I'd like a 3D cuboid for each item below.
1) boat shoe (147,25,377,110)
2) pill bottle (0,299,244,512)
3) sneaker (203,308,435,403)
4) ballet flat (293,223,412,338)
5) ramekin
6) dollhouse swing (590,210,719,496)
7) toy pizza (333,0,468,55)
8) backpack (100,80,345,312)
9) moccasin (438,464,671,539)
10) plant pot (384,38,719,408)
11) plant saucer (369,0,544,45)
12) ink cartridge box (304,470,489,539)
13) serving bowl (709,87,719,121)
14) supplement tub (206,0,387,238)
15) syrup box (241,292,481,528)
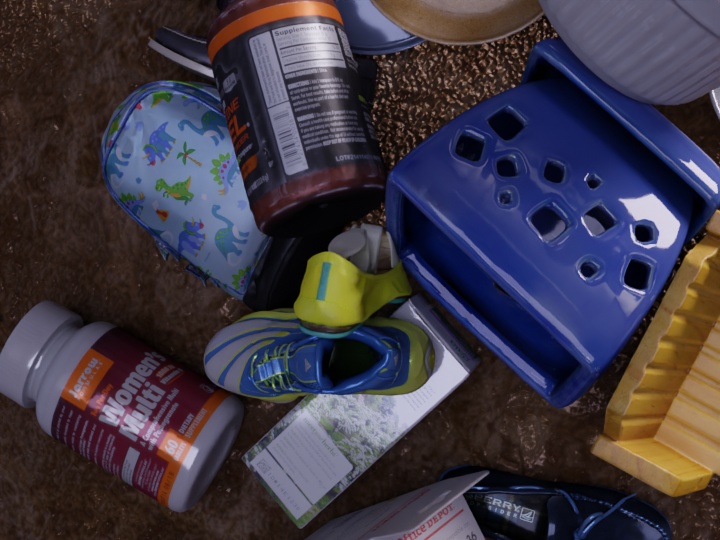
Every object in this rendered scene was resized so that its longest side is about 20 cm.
[{"bbox_3d":[-0.079,-0.176,0.993,0.197,0.073,0.064,20,95,5],"label":"boat shoe"},{"bbox_3d":[-0.208,0.113,1.022,0.198,0.110,0.111,29,100,7],"label":"pill bottle"},{"bbox_3d":[-0.046,0.062,0.912,0.197,0.105,0.077,-5,82,20],"label":"sneaker"},{"bbox_3d":[0.000,0.000,0.891,0.066,0.200,0.068,6,99,14],"label":"ballet flat"},{"bbox_3d":[0.205,-0.211,0.818,0.201,0.200,0.105,53,131,3],"label":"ramekin"},{"bbox_3d":[0.312,0.093,0.892,0.175,0.181,0.202,32,100,28],"label":"dollhouse swing"},{"bbox_3d":[0.013,-0.281,0.983,0.197,0.032,0.204,1,95,13],"label":"toy pizza"},{"bbox_3d":[-0.118,-0.075,0.983,0.200,0.153,0.164,41,108,18],"label":"backpack"},{"bbox_3d":[0.156,0.215,0.977,0.197,0.068,0.082,6,96,11],"label":"moccasin"},{"bbox_3d":[0.145,-0.038,0.884,0.200,0.200,0.180,42,80,10],"label":"plant pot"},{"bbox_3d":[0.084,-0.278,0.932,0.197,0.035,0.204,1,95,12],"label":"plant saucer"},{"bbox_3d":[0.018,0.230,0.941,0.199,0.116,0.068,-30,87,43],"label":"ink cartridge box"},{"bbox_3d":[0.365,-0.159,0.890,0.197,0.066,0.204,-5,80,30],"label":"serving bowl"},{"bbox_3d":[-0.052,-0.134,0.878,0.106,0.107,0.203,-19,78,12],"label":"supplement tub"},{"bbox_3d":[0.002,0.115,0.993,0.200,0.081,0.079,-44,84,10],"label":"syrup box"}]
